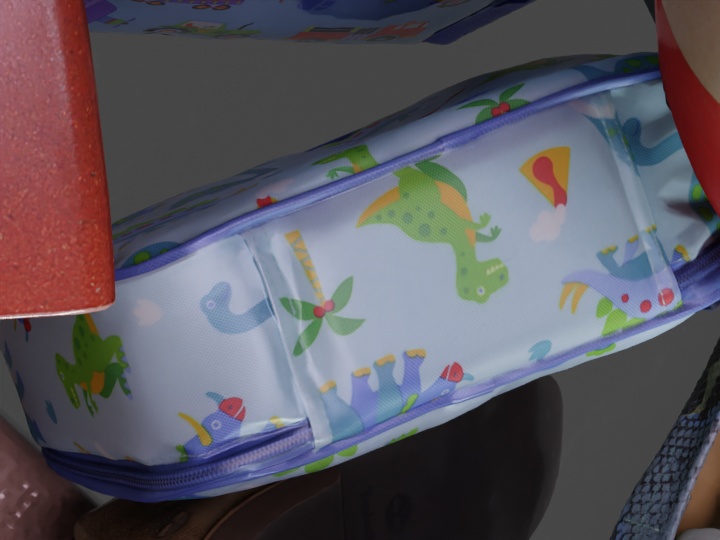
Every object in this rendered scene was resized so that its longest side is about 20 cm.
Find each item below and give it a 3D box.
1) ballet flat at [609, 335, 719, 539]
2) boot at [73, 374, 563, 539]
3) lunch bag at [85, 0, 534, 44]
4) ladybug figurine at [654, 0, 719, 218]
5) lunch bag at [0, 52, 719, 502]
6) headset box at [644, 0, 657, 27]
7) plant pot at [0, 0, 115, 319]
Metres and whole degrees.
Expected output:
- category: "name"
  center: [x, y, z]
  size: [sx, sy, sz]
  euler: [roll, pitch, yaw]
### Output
- category: "ballet flat"
  center: [0.132, 0.074, 0.993]
  size: [0.074, 0.074, 0.201]
  euler: [25, 81, -27]
- category: "boot"
  center: [-0.008, 0.067, 0.913]
  size: [0.200, 0.075, 0.074]
  euler: [-19, 113, -51]
- category: "lunch bag"
  center: [0.007, -0.114, 0.841]
  size: [0.150, 0.200, 0.095]
  euler: [0, 92, -28]
- category: "ladybug figurine"
  center: [0.128, -0.063, 0.791]
  size: [0.136, 0.072, 0.200]
  euler: [-56, 149, -16]
- category: "lunch bag"
  center: [0.000, 0.000, 0.867]
  size: [0.199, 0.161, 0.083]
  euler: [-22, 99, -23]
- category: "headset box"
  center: [0.158, -0.108, 0.913]
  size: [0.077, 0.149, 0.201]
  euler: [-32, 99, -39]
- category: "plant pot"
  center: [-0.180, -0.096, 0.723]
  size: [0.199, 0.200, 0.177]
  euler: [-3, 107, -28]
